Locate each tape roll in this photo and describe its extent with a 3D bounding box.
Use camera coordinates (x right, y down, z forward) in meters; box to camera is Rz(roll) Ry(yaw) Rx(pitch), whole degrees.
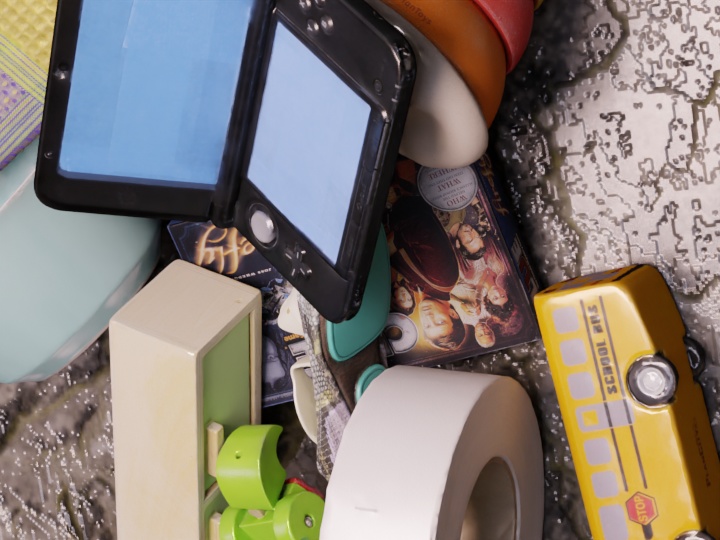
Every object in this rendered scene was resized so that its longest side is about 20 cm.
[{"bbox_3d":[0.044,0.157,1.577,0.071,0.202,0.203,6,103,22],"label":"tape roll"}]

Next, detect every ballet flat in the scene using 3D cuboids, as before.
[{"bbox_3d":[-0.016,0.048,1.605,0.072,0.072,0.200,2,117,23],"label":"ballet flat"}]

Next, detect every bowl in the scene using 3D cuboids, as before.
[{"bbox_3d":[-0.200,-0.006,1.671,0.105,0.201,0.201,44,115,-12],"label":"bowl"}]

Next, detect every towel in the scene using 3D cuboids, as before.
[{"bbox_3d":[-0.240,-0.139,1.645,0.144,0.023,0.200,40,115,-14],"label":"towel"}]

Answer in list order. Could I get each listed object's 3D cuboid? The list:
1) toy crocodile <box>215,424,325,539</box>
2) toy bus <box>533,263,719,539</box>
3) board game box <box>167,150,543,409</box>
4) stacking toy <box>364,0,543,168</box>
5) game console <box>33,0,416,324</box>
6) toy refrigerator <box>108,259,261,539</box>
[{"bbox_3d":[-0.021,0.175,1.657,0.067,0.062,0.200,-15,126,45],"label":"toy crocodile"},{"bbox_3d":[0.168,0.100,1.588,0.078,0.065,0.200,-12,95,25],"label":"toy bus"},{"bbox_3d":[0.000,0.000,1.631,0.200,0.035,0.136,-15,112,22],"label":"board game box"},{"bbox_3d":[0.066,-0.170,1.537,0.146,0.146,0.200,38,73,12],"label":"stacking toy"},{"bbox_3d":[-0.078,-0.076,1.477,0.176,0.116,0.200,45,140,32],"label":"game console"},{"bbox_3d":[-0.104,0.101,1.658,0.070,0.076,0.200,21,130,23],"label":"toy refrigerator"}]
